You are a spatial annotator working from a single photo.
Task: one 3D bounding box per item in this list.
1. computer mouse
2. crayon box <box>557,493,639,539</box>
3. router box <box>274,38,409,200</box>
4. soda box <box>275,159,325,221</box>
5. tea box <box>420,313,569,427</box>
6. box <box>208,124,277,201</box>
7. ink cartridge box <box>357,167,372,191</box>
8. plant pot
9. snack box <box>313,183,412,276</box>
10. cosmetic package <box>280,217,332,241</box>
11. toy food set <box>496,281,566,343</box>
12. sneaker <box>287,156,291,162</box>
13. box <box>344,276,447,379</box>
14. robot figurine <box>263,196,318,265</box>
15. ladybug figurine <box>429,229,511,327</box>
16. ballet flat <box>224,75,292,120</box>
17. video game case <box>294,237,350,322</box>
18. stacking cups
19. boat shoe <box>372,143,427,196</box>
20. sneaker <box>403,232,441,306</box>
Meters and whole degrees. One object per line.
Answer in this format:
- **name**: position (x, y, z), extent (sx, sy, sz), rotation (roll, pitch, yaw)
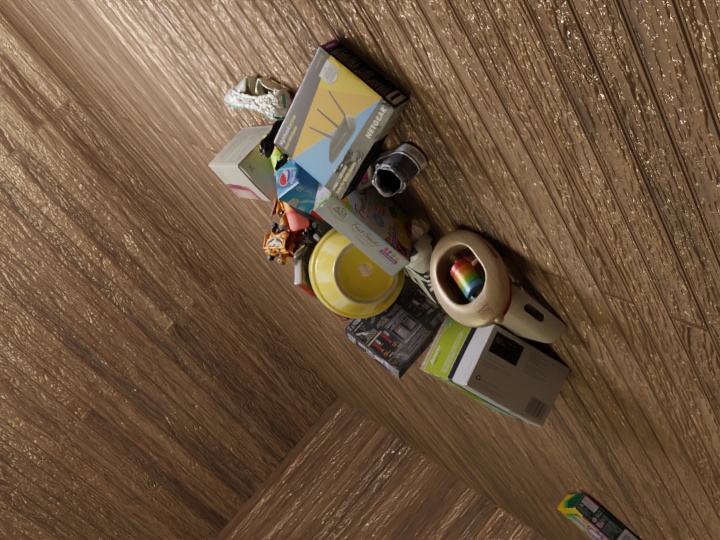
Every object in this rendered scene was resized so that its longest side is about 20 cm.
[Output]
- **computer mouse**: position (-0.136, -0.201, 1.734), extent (0.046, 0.141, 0.200), rotation (-14, 127, 30)
- **crayon box**: position (0.656, 0.702, 2.422), extent (0.200, 0.058, 0.173), rotation (41, 167, 8)
- **router box**: position (-0.034, -0.228, 1.351), extent (0.149, 0.051, 0.200), rotation (41, 133, 8)
- **soda box**: position (-0.063, -0.140, 1.653), extent (0.200, 0.068, 0.064), rotation (23, 137, -39)
- **tea box**: position (0.262, 0.195, 1.745), extent (0.200, 0.134, 0.197), rotation (30, 172, -20)
- **box**: position (-0.222, -0.232, 1.897), extent (0.109, 0.128, 0.200), rotation (48, 166, -24)
- **ink cartridge box**: position (-0.018, -0.221, 1.495), extent (0.200, 0.037, 0.095), rotation (73, 171, -68)
- **plant pot**: position (0.000, 0.000, 1.778), extent (0.201, 0.201, 0.189), rotation (44, 175, -6)
- **snack box**: position (0.009, -0.101, 1.599), extent (0.200, 0.053, 0.142), rotation (40, -150, -23)
- **cosmetic package**: position (-0.088, -0.112, 1.979), extent (0.107, 0.090, 0.200), rotation (44, 164, -22)
- **toy food set**: position (0.266, 0.061, 1.608), extent (0.143, 0.061, 0.200), rotation (35, 171, -21)
- **sneaker**: position (-0.052, -0.174, 1.720), extent (0.090, 0.075, 0.200), rotation (-7, 152, 36)
- **box**: position (0.089, 0.112, 1.923), extent (0.158, 0.200, 0.050), rotation (37, 161, 19)
- **robot figurine**: position (-0.148, -0.109, 1.871), extent (0.145, 0.201, 0.058), rotation (-2, 157, 46)
- **ladybug figurine**: position (0.195, 0.019, 1.498), extent (0.072, 0.136, 0.200), rotation (20, -147, -43)
- **ballet flat**: position (-0.192, -0.336, 1.669), extent (0.200, 0.072, 0.072), rotation (25, 158, 44)
- **video game case**: position (-0.082, 0.011, 1.935), extent (0.017, 0.144, 0.200), rotation (-19, 144, 25)
- **stacking cups**: position (-0.141, -0.183, 1.785), extent (0.060, 0.060, 0.201), rotation (5, 112, 68)
- **boat shoe**: position (0.051, -0.158, 1.490), extent (0.072, 0.068, 0.200), rotation (45, 167, -10)
- **sneaker**: position (0.148, 0.006, 1.696), extent (0.129, 0.080, 0.199), rotation (39, 166, 10)
